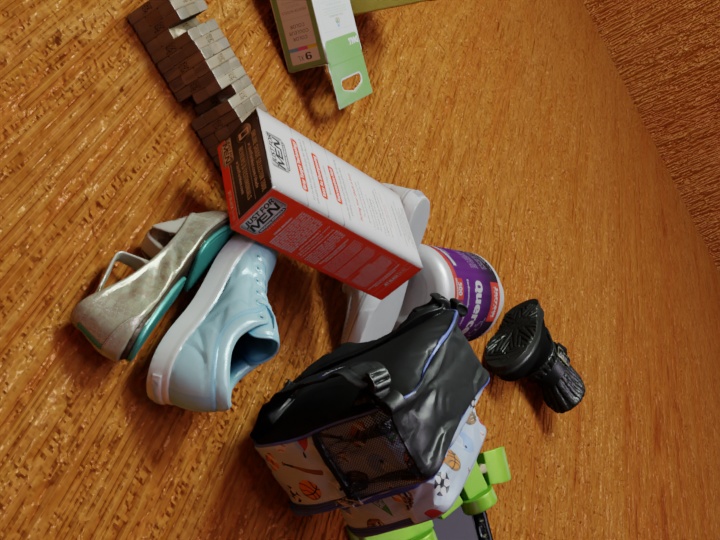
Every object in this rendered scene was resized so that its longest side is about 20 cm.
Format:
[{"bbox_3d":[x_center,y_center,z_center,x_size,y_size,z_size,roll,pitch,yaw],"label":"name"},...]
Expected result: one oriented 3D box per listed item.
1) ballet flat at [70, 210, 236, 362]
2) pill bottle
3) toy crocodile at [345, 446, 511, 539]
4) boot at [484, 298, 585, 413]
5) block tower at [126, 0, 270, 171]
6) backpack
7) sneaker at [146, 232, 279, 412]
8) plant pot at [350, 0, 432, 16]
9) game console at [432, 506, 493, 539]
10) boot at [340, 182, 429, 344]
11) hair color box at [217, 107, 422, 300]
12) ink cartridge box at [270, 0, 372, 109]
[{"bbox_3d":[-0.160,-0.006,0.685,0.062,0.068,0.201,33,34,-2],"label":"ballet flat"},{"bbox_3d":[0.100,0.030,1.028,0.199,0.111,0.115,5,66,-56],"label":"pill bottle"},{"bbox_3d":[0.073,0.228,0.857,0.198,0.062,0.069,-25,89,-25],"label":"toy crocodile"},{"bbox_3d":[0.261,0.148,1.247,0.160,0.078,0.211,63,30,-9],"label":"boot"},{"bbox_3d":[-0.140,-0.172,0.826,0.202,0.057,0.054,61,32,-15],"label":"block tower"},{"bbox_3d":[0.009,0.132,0.743,0.200,0.188,0.157,-36,107,-59],"label":"backpack"},{"bbox_3d":[-0.097,0.043,0.713,0.075,0.080,0.202,96,14,-46],"label":"sneaker"},{"bbox_3d":[0.034,-0.437,1.120,0.200,0.196,0.180,-75,155,-72],"label":"plant pot"},{"bbox_3d":[0.075,0.248,0.944,0.176,0.114,0.204,71,6,-76],"label":"game console"},{"bbox_3d":[0.000,0.000,0.928,0.203,0.094,0.073,-68,155,-8],"label":"boot"},{"bbox_3d":[-0.035,-0.057,0.794,0.198,0.061,0.103,27,36,-42],"label":"hair color box"},{"bbox_3d":[-0.053,-0.298,1.027,0.104,0.058,0.204,-42,121,-59],"label":"ink cartridge box"}]
